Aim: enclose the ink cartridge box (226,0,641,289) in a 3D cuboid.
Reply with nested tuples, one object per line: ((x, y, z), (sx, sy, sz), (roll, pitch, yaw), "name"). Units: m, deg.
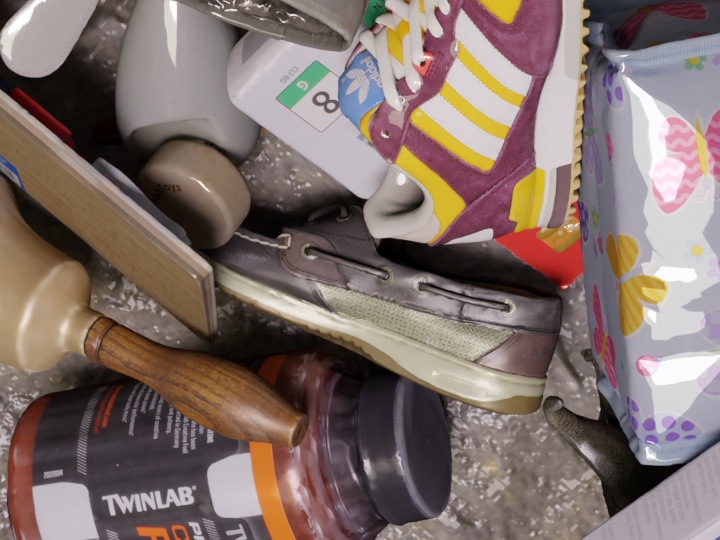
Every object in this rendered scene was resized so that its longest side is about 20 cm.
((0.070, -0.077, 0.937), (0.200, 0.050, 0.161), (36, 120, -23), "ink cartridge box")

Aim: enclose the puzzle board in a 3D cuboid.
((-0.139, -0.048, 0.994), (0.200, 0.151, 0.017), (40, 80, 6), "puzzle board")

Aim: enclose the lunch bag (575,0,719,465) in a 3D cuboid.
((0.189, -0.029, 0.865), (0.199, 0.127, 0.170), (-7, 107, -5), "lunch bag")

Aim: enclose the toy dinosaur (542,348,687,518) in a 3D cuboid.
((0.135, 0.088, 0.992), (0.077, 0.200, 0.103), (-14, 72, 11), "toy dinosaur")

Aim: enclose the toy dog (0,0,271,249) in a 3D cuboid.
((-0.099, -0.108, 0.966), (0.096, 0.132, 0.201), (2, 115, 29), "toy dog")

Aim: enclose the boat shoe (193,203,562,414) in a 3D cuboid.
((0.000, 0.000, 1.027), (0.200, 0.072, 0.066), (25, 98, 15), "boat shoe")

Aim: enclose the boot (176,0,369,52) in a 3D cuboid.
((-0.050, -0.205, 0.872), (0.181, 0.073, 0.201), (23, 86, 4), "boot")

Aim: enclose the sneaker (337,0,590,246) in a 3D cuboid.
((0.035, -0.086, 0.851), (0.090, 0.075, 0.200), (-10, 132, -5), "sneaker")

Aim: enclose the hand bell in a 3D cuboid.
((-0.111, 0.033, 1.023), (0.200, 0.104, 0.104), (22, 121, 21), "hand bell")

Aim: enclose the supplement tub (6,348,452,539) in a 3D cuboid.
((-0.060, 0.095, 1.066), (0.199, 0.107, 0.107), (-11, 113, 21), "supplement tub")

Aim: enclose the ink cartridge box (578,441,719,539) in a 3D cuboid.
((0.196, 0.121, 0.872), (0.198, 0.043, 0.200), (31, 125, -35), "ink cartridge box")
